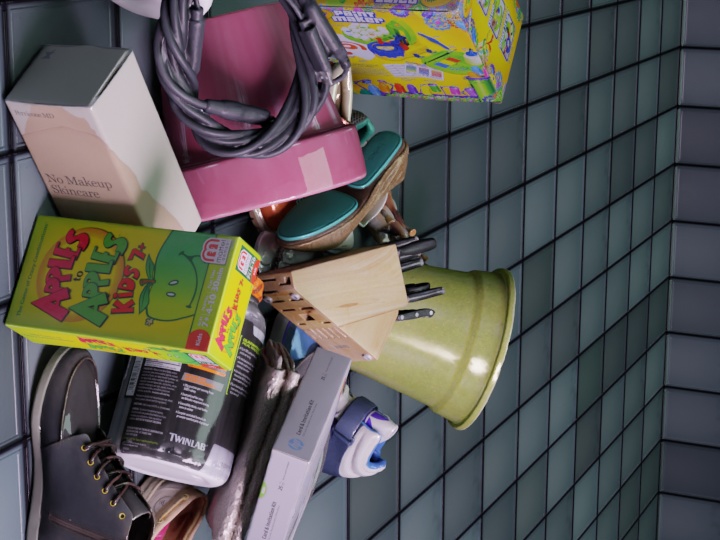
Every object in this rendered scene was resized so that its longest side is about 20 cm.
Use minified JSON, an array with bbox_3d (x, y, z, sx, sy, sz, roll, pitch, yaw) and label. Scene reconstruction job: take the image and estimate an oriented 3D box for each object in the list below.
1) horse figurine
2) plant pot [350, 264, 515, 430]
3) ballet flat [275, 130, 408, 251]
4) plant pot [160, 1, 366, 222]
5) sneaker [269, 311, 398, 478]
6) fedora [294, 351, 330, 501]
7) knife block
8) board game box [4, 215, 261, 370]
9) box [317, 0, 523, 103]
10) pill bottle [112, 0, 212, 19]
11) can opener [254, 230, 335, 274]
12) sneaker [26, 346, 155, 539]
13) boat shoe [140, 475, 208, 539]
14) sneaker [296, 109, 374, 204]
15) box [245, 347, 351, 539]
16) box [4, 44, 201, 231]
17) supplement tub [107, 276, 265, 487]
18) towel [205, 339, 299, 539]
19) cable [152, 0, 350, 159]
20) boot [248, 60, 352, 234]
[{"bbox_3d":[0.035,-0.063,1.984,0.050,0.133,0.200,-32,142,-4],"label":"horse figurine"},{"bbox_3d":[0.060,0.068,1.912,0.200,0.183,0.201,-163,-90,-79],"label":"plant pot"},{"bbox_3d":[-0.013,-0.068,1.744,0.200,0.068,0.073,-48,142,-31],"label":"ballet flat"},{"bbox_3d":[-0.109,-0.153,1.538,0.200,0.199,0.180,-28,105,-62],"label":"plant pot"},{"bbox_3d":[-0.022,0.140,1.832,0.081,0.146,0.201,-38,130,-58],"label":"sneaker"},{"bbox_3d":[-0.101,0.173,1.731,0.177,0.090,0.201,-51,147,-48],"label":"fedora"},{"bbox_3d":[0.000,0.000,1.729,0.200,0.064,0.176,41,60,-32],"label":"knife block"},{"bbox_3d":[-0.191,0.017,1.356,0.048,0.199,0.102,44,56,-60],"label":"board game box"},{"bbox_3d":[0.058,-0.294,1.839,0.193,0.199,0.123,52,49,-58],"label":"box"},{"bbox_3d":[-0.162,-0.335,1.441,0.114,0.114,0.201,48,53,-59],"label":"pill bottle"},{"bbox_3d":[-0.048,0.004,1.768,0.199,0.066,0.053,16,68,-39],"label":"can opener"},{"bbox_3d":[-0.229,0.168,1.425,0.075,0.106,0.201,-9,104,-65],"label":"sneaker"},{"bbox_3d":[-0.206,0.283,1.549,0.074,0.069,0.201,69,36,-46],"label":"boat shoe"},{"bbox_3d":[-0.039,-0.097,1.804,0.078,0.091,0.201,35,64,-62],"label":"sneaker"},{"bbox_3d":[-0.067,0.198,1.552,0.156,0.041,0.201,-67,176,-53],"label":"box"},{"bbox_3d":[-0.219,-0.094,1.401,0.078,0.094,0.201,-63,147,-37],"label":"box"},{"bbox_3d":[-0.161,0.095,1.540,0.123,0.122,0.201,45,55,-60],"label":"supplement tub"},{"bbox_3d":[-0.109,0.170,1.571,0.133,0.034,0.201,-141,-111,-78],"label":"towel"},{"bbox_3d":[-0.106,-0.196,1.402,0.163,0.051,0.200,-41,123,-9],"label":"cable"},{"bbox_3d":[-0.064,-0.133,1.724,0.075,0.107,0.201,1,97,-69],"label":"boot"}]
